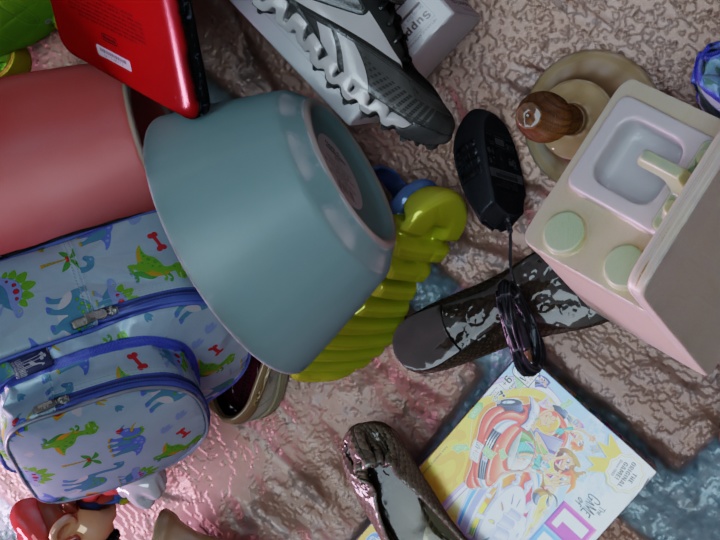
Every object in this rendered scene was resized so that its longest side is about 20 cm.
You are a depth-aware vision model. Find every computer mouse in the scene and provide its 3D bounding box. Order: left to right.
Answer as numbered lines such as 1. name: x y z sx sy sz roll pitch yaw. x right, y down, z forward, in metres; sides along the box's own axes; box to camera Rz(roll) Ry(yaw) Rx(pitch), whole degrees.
1. computer mouse: 0.099 -0.021 1.040 0.034 0.058 0.202 -17 72 32

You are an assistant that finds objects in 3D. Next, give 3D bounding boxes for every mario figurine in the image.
1. mario figurine: -0.188 0.174 1.135 0.106 0.123 0.201 37 91 25

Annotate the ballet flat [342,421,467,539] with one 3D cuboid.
1. ballet flat: 0.049 0.199 1.043 0.067 0.046 0.201 -32 86 7

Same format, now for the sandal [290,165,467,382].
1. sandal: 0.000 0.000 1.090 0.201 0.079 0.087 -54 54 19

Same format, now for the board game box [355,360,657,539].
1. board game box: 0.107 0.178 1.083 0.134 0.034 0.200 41 97 6

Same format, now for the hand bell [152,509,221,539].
1. hand bell: -0.061 0.246 1.132 0.198 0.104 0.105 2 99 3

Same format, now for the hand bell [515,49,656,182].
1. hand bell: 0.137 -0.103 0.959 0.103 0.200 0.105 1 94 20

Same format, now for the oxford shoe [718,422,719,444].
1. oxford shoe: 0.294 0.052 1.012 0.071 0.071 0.202 7 98 16

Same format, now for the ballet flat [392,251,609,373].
1. ballet flat: 0.118 0.030 1.073 0.199 0.046 0.068 -23 78 11

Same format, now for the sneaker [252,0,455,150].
1. sneaker: -0.001 -0.169 0.945 0.200 0.066 0.091 45 109 8

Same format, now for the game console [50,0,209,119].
1. game console: -0.132 -0.223 0.984 0.200 0.118 0.174 31 139 46

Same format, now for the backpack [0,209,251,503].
1. backpack: -0.177 0.064 1.007 0.199 0.183 0.148 -23 62 -10

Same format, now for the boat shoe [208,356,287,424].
1. boat shoe: -0.085 0.023 1.111 0.073 0.066 0.202 3 98 15

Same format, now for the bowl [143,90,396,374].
1. bowl: -0.047 -0.041 0.981 0.104 0.201 0.202 -28 90 15

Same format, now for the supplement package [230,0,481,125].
1. supplement package: -0.026 -0.215 1.038 0.114 0.109 0.200 -44 85 16

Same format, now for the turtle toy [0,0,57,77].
1. turtle toy: -0.306 -0.212 1.111 0.199 0.146 0.102 -29 68 16

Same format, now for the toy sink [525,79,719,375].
1. toy sink: 0.194 -0.034 0.931 0.112 0.200 0.131 32 88 30

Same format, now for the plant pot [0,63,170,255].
1. plant pot: -0.229 -0.064 1.086 0.176 0.200 0.202 -19 93 6

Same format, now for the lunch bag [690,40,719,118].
1. lunch bag: 0.315 -0.105 0.927 0.198 0.170 0.129 12 92 14
